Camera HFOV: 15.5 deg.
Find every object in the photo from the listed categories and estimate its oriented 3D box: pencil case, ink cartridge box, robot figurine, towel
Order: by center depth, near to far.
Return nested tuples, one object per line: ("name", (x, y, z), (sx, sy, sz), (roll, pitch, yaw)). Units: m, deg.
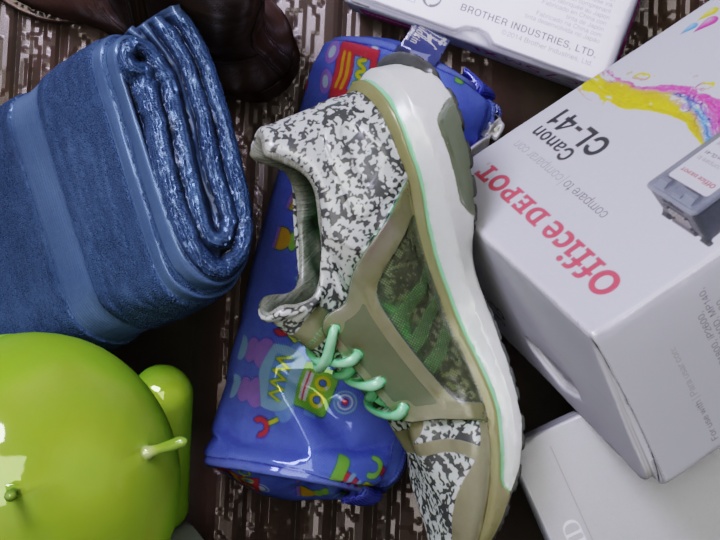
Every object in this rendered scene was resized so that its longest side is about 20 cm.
("ink cartridge box", (0.150, -0.030, 1.029), (0.200, 0.148, 0.086), (-33, 124, -8))
("robot figurine", (-0.147, 0.086, 1.043), (0.175, 0.200, 0.116), (-19, 92, -33))
("towel", (-0.107, -0.025, 1.063), (0.048, 0.200, 0.112), (-13, 84, -34))
("pencil case", (0.000, 0.000, 1.095), (0.087, 0.078, 0.201), (15, 87, 23))
("ink cartridge box", (0.083, -0.187, 1.125), (0.119, 0.042, 0.201), (20, 90, 8))

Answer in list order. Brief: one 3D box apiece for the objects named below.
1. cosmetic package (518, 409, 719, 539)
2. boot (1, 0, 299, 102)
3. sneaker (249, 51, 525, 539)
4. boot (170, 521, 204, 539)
("cosmetic package", (0.166, 0.076, 1.067), (0.199, 0.090, 0.107), (-27, 86, 0))
("boot", (-0.110, -0.139, 1.059), (0.186, 0.200, 0.064), (24, 85, 8))
("sneaker", (0.002, 0.021, 1.020), (0.088, 0.077, 0.201), (-14, 95, -20))
("boot", (-0.099, 0.169, 1.020), (0.144, 0.200, 0.073), (-29, 101, -13))
